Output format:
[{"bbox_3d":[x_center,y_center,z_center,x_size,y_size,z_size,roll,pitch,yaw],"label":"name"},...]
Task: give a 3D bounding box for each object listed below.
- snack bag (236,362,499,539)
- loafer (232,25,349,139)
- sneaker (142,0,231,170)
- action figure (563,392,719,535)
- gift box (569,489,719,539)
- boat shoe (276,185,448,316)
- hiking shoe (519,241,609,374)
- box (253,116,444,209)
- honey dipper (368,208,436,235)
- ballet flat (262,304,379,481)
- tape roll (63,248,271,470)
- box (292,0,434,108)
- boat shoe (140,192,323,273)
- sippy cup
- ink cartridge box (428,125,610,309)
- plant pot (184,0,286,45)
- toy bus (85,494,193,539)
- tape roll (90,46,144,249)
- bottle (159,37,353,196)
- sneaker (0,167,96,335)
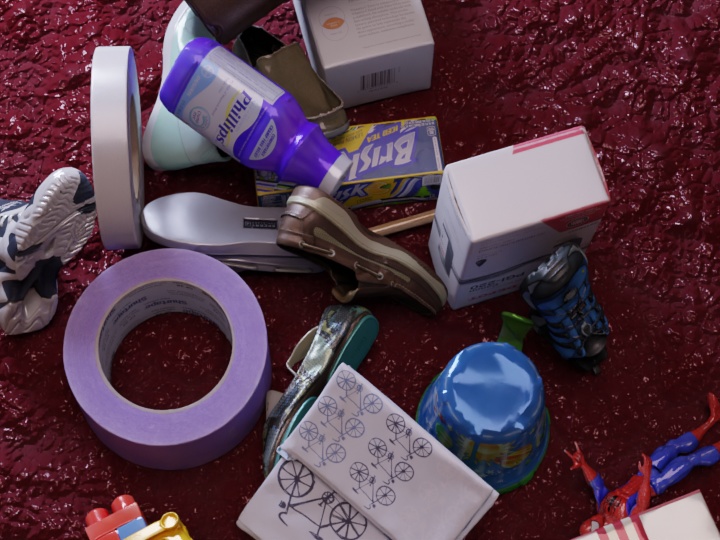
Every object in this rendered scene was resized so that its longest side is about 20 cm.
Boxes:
[{"bbox_3d":[-0.002,0.218,1.353,0.188,0.021,0.201,40,104,8],"label":"snack bag"},{"bbox_3d":[-0.082,-0.196,1.526,0.075,0.070,0.200,-25,43,-26],"label":"loafer"},{"bbox_3d":[-0.151,-0.200,1.544,0.117,0.074,0.203,2,73,33],"label":"sneaker"},{"bbox_3d":[0.276,0.177,1.400,0.199,0.100,0.065,-40,32,-14],"label":"action figure"},{"bbox_3d":[0.260,0.320,1.289,0.183,0.187,0.202,-24,68,-10],"label":"gift box"},{"bbox_3d":[-0.003,0.000,1.451,0.201,0.074,0.075,34,71,-23],"label":"boat shoe"},{"bbox_3d":[0.207,0.036,1.400,0.074,0.200,0.087,-42,70,-2],"label":"hiking shoe"},{"bbox_3d":[-0.013,-0.106,1.533,0.197,0.064,0.071,-7,67,-4],"label":"box"},{"bbox_3d":[0.082,-0.059,1.533,0.197,0.038,0.038,-16,68,-3],"label":"honey dipper"},{"bbox_3d":[-0.054,0.119,1.444,0.074,0.074,0.201,29,68,11],"label":"ballet flat"},{"bbox_3d":[-0.187,0.087,1.438,0.197,0.085,0.203,0,66,0],"label":"tape roll"},{"bbox_3d":[-0.006,-0.292,1.593,0.123,0.098,0.202,-13,68,-6],"label":"box"},{"bbox_3d":[-0.125,-0.031,1.498,0.197,0.066,0.073,2,49,-6],"label":"boat shoe"},{"bbox_3d":[0.121,0.134,1.396,0.138,0.131,0.180,-14,68,-6],"label":"sippy cup"},{"bbox_3d":[0.150,-0.047,1.435,0.144,0.200,0.086,-16,73,-7],"label":"ink cartridge box"},{"bbox_3d":[-0.111,-0.346,1.477,0.198,0.200,0.201,-40,72,0],"label":"plant pot"},{"bbox_3d":[-0.218,0.309,1.327,0.198,0.136,0.193,-30,57,-10],"label":"toy bus"},{"bbox_3d":[-0.241,-0.122,1.462,0.036,0.203,0.205,-3,67,-5],"label":"tape roll"},{"bbox_3d":[-0.100,-0.144,1.442,0.199,0.084,0.065,36,26,3],"label":"bottle"},{"bbox_3d":[-0.333,-0.049,1.452,0.079,0.200,0.130,-13,51,-36],"label":"sneaker"}]
